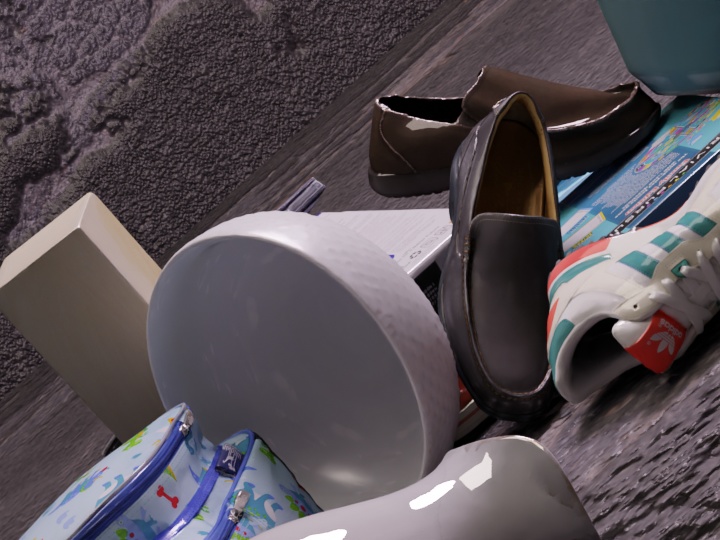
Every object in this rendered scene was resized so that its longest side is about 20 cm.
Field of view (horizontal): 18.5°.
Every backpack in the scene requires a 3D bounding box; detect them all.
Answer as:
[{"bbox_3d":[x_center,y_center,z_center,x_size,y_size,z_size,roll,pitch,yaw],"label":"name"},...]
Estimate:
[{"bbox_3d":[-0.117,0.183,1.197,0.183,0.147,0.200,-41,12,17],"label":"backpack"}]

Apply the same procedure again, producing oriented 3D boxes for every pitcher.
[{"bbox_3d":[-0.009,0.158,0.982,0.199,0.122,0.171,-34,7,-20],"label":"pitcher"}]

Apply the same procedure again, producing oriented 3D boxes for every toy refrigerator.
[{"bbox_3d":[-0.133,0.055,1.378,0.076,0.200,0.070,-37,17,14],"label":"toy refrigerator"}]

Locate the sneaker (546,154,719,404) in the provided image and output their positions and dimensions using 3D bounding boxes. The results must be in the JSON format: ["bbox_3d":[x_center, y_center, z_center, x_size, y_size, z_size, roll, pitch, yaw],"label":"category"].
[{"bbox_3d":[0.174,0.007,1.147,0.199,0.070,0.094,-31,30,36],"label":"sneaker"}]

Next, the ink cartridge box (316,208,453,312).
[{"bbox_3d":[0.000,0.000,1.400,0.095,0.037,0.200,-41,22,-24],"label":"ink cartridge box"}]

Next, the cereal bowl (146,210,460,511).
[{"bbox_3d":[-0.023,0.052,1.281,0.200,0.201,0.083,-31,6,45],"label":"cereal bowl"}]

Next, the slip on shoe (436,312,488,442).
[{"bbox_3d":[0.066,0.041,1.392,0.074,0.061,0.200,-38,8,23],"label":"slip on shoe"}]

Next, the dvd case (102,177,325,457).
[{"bbox_3d":[-0.104,0.034,1.563,0.200,0.016,0.149,-55,-5,31],"label":"dvd case"}]

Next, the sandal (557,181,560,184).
[{"bbox_3d":[0.087,-0.041,1.475,0.076,0.043,0.200,-40,6,31],"label":"sandal"}]

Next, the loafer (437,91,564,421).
[{"bbox_3d":[0.083,-0.011,1.271,0.072,0.072,0.201,106,162,-56],"label":"loafer"}]

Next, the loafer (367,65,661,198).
[{"bbox_3d":[0.093,-0.096,1.424,0.199,0.072,0.073,-10,20,15],"label":"loafer"}]

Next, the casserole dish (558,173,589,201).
[{"bbox_3d":[0.147,-0.052,1.571,0.121,0.039,0.200,-37,9,21],"label":"casserole dish"}]

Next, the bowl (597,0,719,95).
[{"bbox_3d":[0.238,-0.169,1.404,0.199,0.106,0.201,-5,8,1],"label":"bowl"}]

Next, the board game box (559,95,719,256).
[{"bbox_3d":[0.180,-0.039,1.345,0.151,0.047,0.200,-42,9,0],"label":"board game box"}]
